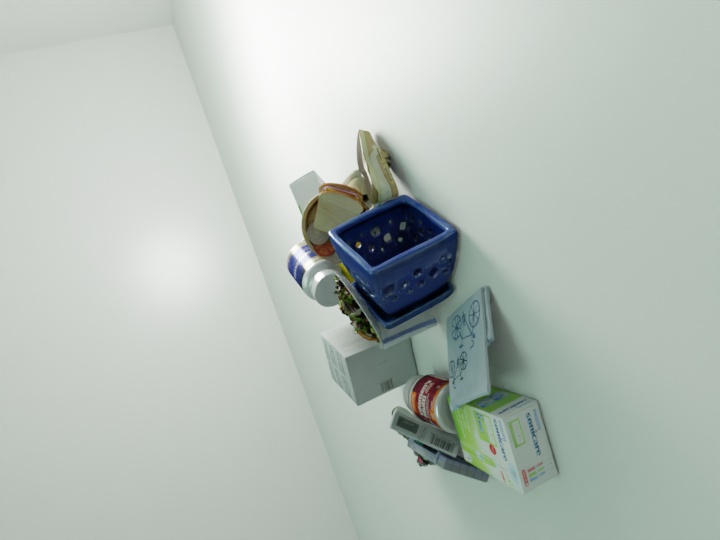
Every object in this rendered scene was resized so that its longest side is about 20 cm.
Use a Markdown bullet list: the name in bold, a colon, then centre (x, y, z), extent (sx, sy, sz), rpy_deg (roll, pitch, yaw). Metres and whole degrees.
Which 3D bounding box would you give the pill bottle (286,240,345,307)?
- **pill bottle**: centre (-0.113, 0.009, 1.395), extent (0.200, 0.114, 0.117), rpy_deg (43, 147, 53)

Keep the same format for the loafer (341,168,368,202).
- **loafer**: centre (-0.019, -0.191, 1.338), extent (0.200, 0.075, 0.069), rpy_deg (139, 116, -69)

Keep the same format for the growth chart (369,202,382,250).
- **growth chart**: centre (0.035, -0.098, 1.237), extent (0.202, 0.017, 0.146), rpy_deg (93, -167, -45)

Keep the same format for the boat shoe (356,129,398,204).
- **boat shoe**: centre (0.035, -0.230, 1.167), extent (0.074, 0.065, 0.203), rpy_deg (102, 158, -58)

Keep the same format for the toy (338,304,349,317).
- **toy**: centre (-0.027, 0.033, 1.518), extent (0.115, 0.046, 0.203), rpy_deg (55, -149, -51)

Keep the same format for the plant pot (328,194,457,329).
- **plant pot**: centre (0.074, -0.011, 1.090), extent (0.200, 0.198, 0.182), rpy_deg (45, 156, 50)

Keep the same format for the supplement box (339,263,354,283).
- **supplement box**: centre (0.000, 0.000, 1.418), extent (0.202, 0.108, 0.110), rpy_deg (67, 161, 9)

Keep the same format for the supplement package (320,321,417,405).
- **supplement package**: centre (0.020, 0.236, 1.463), extent (0.200, 0.189, 0.149), rpy_deg (26, 132, 64)

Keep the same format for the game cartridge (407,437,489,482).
- **game cartridge**: centre (0.205, 0.450, 1.280), extent (0.039, 0.128, 0.200), rpy_deg (-66, 17, -11)

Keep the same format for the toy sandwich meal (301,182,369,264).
- **toy sandwich meal**: centre (-0.055, -0.105, 1.280), extent (0.070, 0.202, 0.208), rpy_deg (-74, -26, -67)

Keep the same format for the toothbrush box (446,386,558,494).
- **toothbrush box**: centre (0.267, 0.314, 1.027), extent (0.200, 0.085, 0.148), rpy_deg (-3, 106, 68)

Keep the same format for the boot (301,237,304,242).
- **boot**: centre (-0.135, -0.079, 1.632), extent (0.072, 0.202, 0.167), rpy_deg (27, 155, 0)

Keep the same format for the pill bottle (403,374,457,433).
- **pill bottle**: centre (0.177, 0.298, 1.218), extent (0.200, 0.108, 0.111), rpy_deg (-10, 99, 70)

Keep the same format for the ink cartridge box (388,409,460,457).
- **ink cartridge box**: centre (0.147, 0.385, 1.264), extent (0.160, 0.058, 0.200), rpy_deg (21, 163, 8)

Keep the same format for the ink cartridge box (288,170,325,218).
- **ink cartridge box**: centre (-0.101, -0.162, 1.451), extent (0.148, 0.083, 0.200), rpy_deg (66, -172, 17)

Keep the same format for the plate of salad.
- **plate of salad**: centre (-0.013, 0.089, 1.140), extent (0.201, 0.048, 0.200), rpy_deg (56, 173, 10)

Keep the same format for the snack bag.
- **snack bag**: centre (0.207, 0.155, 1.013), extent (0.189, 0.021, 0.203), rpy_deg (118, 156, -63)

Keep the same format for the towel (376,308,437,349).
- **towel**: centre (0.077, 0.060, 1.208), extent (0.024, 0.145, 0.203), rpy_deg (116, 133, -83)

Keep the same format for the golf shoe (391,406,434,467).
- **golf shoe**: centre (0.161, 0.448, 1.491), extent (0.200, 0.076, 0.089), rpy_deg (50, 132, 41)
